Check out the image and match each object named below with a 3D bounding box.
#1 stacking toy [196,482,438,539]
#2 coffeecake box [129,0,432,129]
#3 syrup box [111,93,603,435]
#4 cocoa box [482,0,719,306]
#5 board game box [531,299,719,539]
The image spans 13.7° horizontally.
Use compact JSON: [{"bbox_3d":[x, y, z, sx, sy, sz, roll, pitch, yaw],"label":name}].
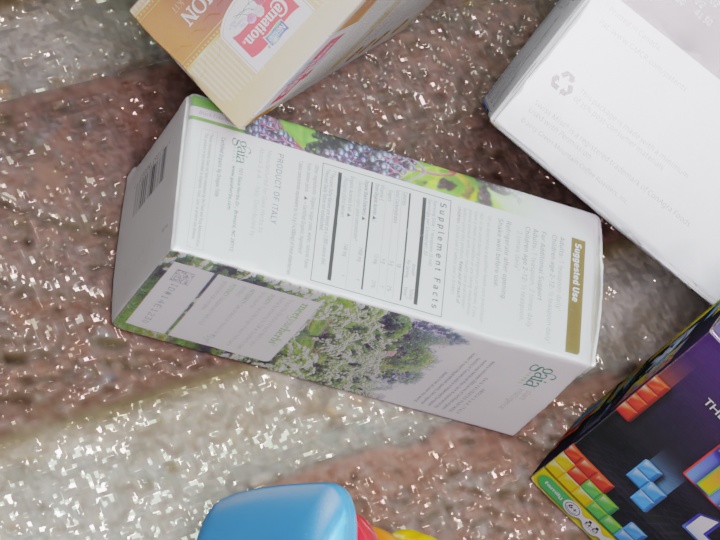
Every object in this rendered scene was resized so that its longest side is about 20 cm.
[{"bbox_3d":[0.032,0.151,1.241,0.200,0.110,0.116,6,78,-35],"label":"stacking toy"},{"bbox_3d":[0.009,-0.158,1.299,0.073,0.154,0.200,46,27,2],"label":"coffeecake box"},{"bbox_3d":[0.000,0.000,1.305,0.200,0.079,0.082,15,59,-18],"label":"syrup box"},{"bbox_3d":[0.171,-0.061,1.359,0.200,0.131,0.133,39,95,-4],"label":"cocoa box"},{"bbox_3d":[0.193,0.112,1.289,0.200,0.165,0.057,43,55,1],"label":"board game box"}]
